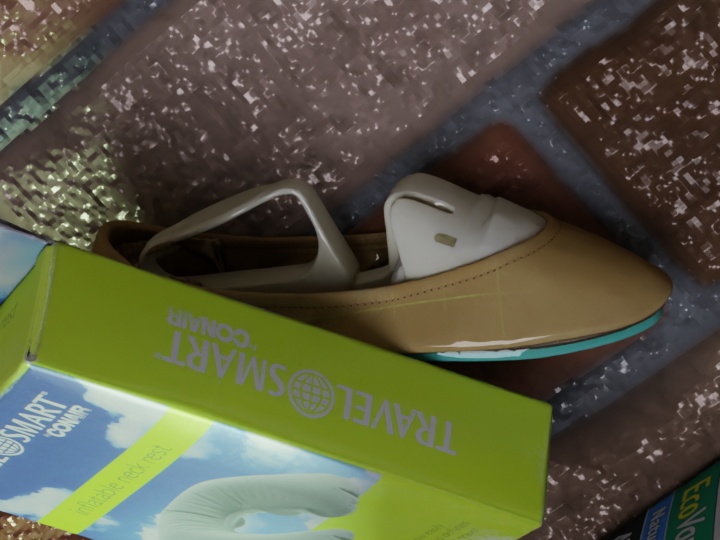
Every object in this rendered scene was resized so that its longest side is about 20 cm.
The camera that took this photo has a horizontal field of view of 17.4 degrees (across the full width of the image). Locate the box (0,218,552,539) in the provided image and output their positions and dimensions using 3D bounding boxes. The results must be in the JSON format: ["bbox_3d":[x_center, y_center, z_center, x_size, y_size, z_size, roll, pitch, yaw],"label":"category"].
[{"bbox_3d":[-0.053,0.052,0.757,0.199,0.048,0.122,19,150,-21],"label":"box"}]

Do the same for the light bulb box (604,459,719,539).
[{"bbox_3d":[0.100,0.186,0.760,0.200,0.199,0.125,-39,104,26],"label":"light bulb box"}]

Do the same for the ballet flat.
[{"bbox_3d":[0.000,0.000,0.768,0.199,0.069,0.063,-8,108,17],"label":"ballet flat"}]
